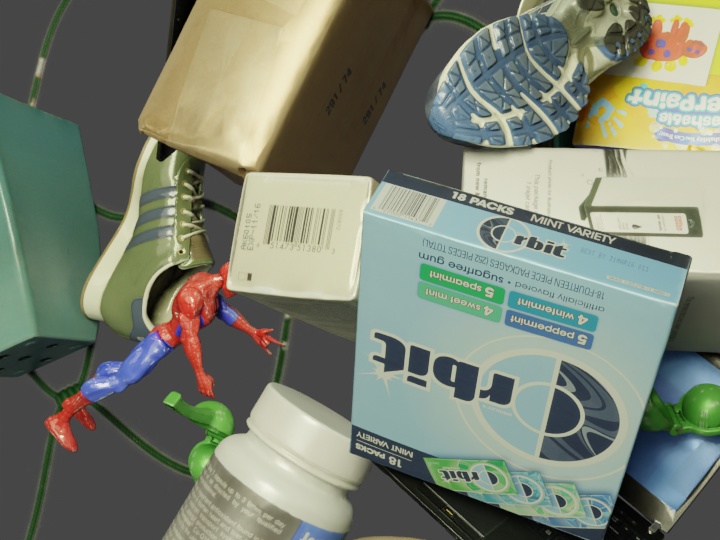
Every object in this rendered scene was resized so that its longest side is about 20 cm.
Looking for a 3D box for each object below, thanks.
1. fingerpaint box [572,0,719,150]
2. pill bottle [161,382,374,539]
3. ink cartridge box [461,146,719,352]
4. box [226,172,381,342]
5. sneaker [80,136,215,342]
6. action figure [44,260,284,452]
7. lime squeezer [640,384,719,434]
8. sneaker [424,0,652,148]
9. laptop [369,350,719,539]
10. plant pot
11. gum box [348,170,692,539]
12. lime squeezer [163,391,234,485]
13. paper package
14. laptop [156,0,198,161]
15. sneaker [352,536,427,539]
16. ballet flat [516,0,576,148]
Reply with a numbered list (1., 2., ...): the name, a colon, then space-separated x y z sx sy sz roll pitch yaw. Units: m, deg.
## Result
1. fingerpaint box: 0.261 -0.143 0.759 0.199 0.073 0.168 8 80 26
2. pill bottle: -0.075 0.189 0.801 0.113 0.114 0.201 31 91 26
3. ink cartridge box: 0.164 -0.010 0.704 0.198 0.146 0.085 2 69 8
4. box: 0.000 0.000 0.766 0.094 0.200 0.078 4 79 23
5. sneaker: -0.148 -0.032 0.913 0.089 0.067 0.201 27 95 25
6. action figure: -0.141 0.078 0.866 0.099 0.065 0.200 43 107 -8
7. lime squeezer: 0.210 0.072 0.704 0.038 0.199 0.071 -120 47 -63
8. sneaker: 0.104 -0.124 0.710 0.085 0.200 0.077 -20 101 54
9. laptop: 0.136 0.101 0.738 0.177 0.199 0.104 39 131 26
10. plant pot: -0.307 -0.019 0.938 0.141 0.141 0.201 -22 76 17
11. gum box: 0.080 0.055 0.644 0.169 0.201 0.045 18 44 15
12. lime squeezer: -0.117 0.144 0.835 0.037 0.201 0.071 10 41 3
13. paper package: -0.047 -0.154 0.827 0.103 0.191 0.201 25 89 16
14. laptop: -0.136 -0.224 0.857 0.115 0.200 0.188 25 132 12
15. sneaker: 0.071 0.230 0.700 0.199 0.071 0.076 21 48 -7
16. ballet flat: 0.142 -0.157 0.823 0.068 0.068 0.201 5 69 34
